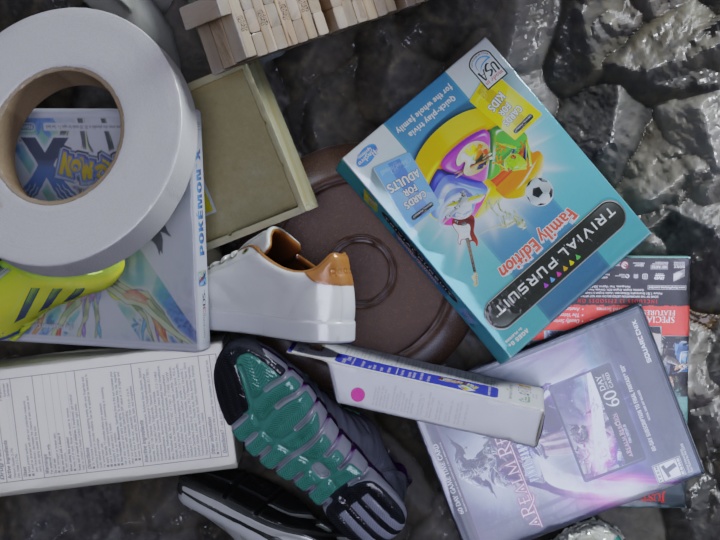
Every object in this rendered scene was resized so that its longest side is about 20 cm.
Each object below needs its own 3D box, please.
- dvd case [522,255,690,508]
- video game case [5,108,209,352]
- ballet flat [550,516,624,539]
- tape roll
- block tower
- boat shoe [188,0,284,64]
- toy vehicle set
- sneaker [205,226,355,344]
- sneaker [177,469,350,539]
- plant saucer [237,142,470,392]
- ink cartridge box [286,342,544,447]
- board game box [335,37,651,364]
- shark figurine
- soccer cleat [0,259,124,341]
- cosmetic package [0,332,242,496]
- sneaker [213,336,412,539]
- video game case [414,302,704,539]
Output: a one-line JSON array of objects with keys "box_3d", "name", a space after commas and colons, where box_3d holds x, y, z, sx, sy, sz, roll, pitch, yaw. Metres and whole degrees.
[{"box_3d": [0.189, 0.088, 1.724, 0.145, 0.022, 0.202, 0, 93, 1], "name": "dvd case"}, {"box_3d": [-0.208, -0.033, 1.672, 0.199, 0.022, 0.184, 2, 99, 26], "name": "video game case"}, {"box_3d": [0.124, 0.265, 1.716, 0.200, 0.072, 0.072, -39, 93, 4], "name": "ballet flat"}, {"box_3d": [-0.219, -0.095, 1.610, 0.201, 0.037, 0.205, -4, 75, 16], "name": "tape roll"}, {"box_3d": [-0.038, -0.201, 1.639, 0.199, 0.054, 0.058, -21, 94, -36], "name": "block tower"}, {"box_3d": [-0.104, -0.255, 1.686, 0.071, 0.070, 0.203, -14, 92, -19], "name": "boat shoe"}, {"box_3d": [-0.145, -0.072, 1.681, 0.199, 0.026, 0.125, -20, 94, 21], "name": "toy vehicle set"}, {"box_3d": [-0.089, 0.006, 1.673, 0.199, 0.073, 0.085, 5, 95, 27], "name": "sneaker"}, {"box_3d": [-0.069, 0.241, 1.711, 0.199, 0.076, 0.116, 25, 106, 10], "name": "sneaker"}, {"box_3d": [0.000, 0.000, 1.715, 0.198, 0.032, 0.202, 0, 94, 0], "name": "plant saucer"}, {"box_3d": [0.042, 0.090, 1.654, 0.198, 0.095, 0.037, 15, 98, 3], "name": "ink cartridge box"}, {"box_3d": [0.103, -0.054, 1.677, 0.151, 0.047, 0.200, -40, 88, -10], "name": "board game box"}, {"box_3d": [-0.220, -0.216, 1.675, 0.213, 0.090, 0.129, 24, 93, -3], "name": "shark figurine"}, {"box_3d": [-0.261, 0.014, 1.672, 0.199, 0.065, 0.084, -8, 124, 24], "name": "soccer cleat"}, {"box_3d": [-0.197, 0.112, 1.703, 0.198, 0.073, 0.104, -6, 94, 1], "name": "cosmetic package"}, {"box_3d": [-0.037, 0.122, 1.690, 0.074, 0.088, 0.200, -33, 104, 24], "name": "sneaker"}, {"box_3d": [0.153, 0.128, 1.707, 0.199, 0.019, 0.144, -21, 93, 4], "name": "video game case"}]
